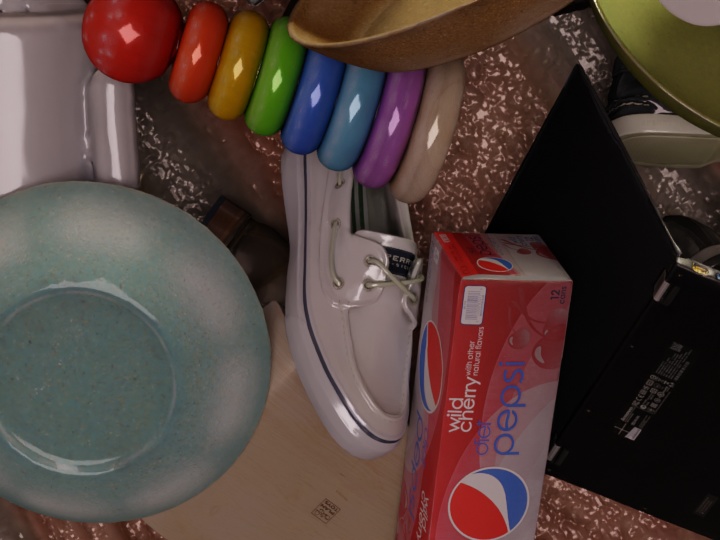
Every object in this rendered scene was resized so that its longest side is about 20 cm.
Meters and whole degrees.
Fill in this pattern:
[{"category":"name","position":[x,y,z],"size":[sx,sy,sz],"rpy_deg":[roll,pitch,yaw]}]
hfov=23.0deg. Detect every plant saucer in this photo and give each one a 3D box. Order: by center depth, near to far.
[{"category":"plant saucer","position":[0.059,-0.150,0.871],"size":[0.199,0.200,0.036],"rpy_deg":[-26,114,8]},{"category":"plant saucer","position":[0.202,-0.137,0.943],"size":[0.199,0.201,0.031],"rpy_deg":[27,142,-3]},{"category":"plant saucer","position":[-0.148,0.054,0.948],"size":[0.200,0.039,0.202],"rpy_deg":[0,110,1]}]

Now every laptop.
[{"category":"laptop","position":[0.163,0.025,0.950],"size":[0.199,0.116,0.188],"rpy_deg":[22,138,-3]}]

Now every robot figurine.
[{"category":"robot figurine","position":[-0.191,-0.081,0.987],"size":[0.169,0.113,0.201],"rpy_deg":[9,105,35]}]

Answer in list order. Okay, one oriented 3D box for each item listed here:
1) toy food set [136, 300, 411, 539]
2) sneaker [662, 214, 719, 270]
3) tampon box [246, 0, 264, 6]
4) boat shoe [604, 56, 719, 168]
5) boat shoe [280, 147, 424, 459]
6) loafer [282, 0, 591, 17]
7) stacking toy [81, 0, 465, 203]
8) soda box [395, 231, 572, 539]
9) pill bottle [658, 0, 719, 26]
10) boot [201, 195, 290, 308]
[{"category":"toy food set","position":[-0.025,0.125,1.036],"size":[0.200,0.060,0.144],"rpy_deg":[39,104,-23]},{"category":"sneaker","position":[0.188,0.052,1.024],"size":[0.066,0.091,0.201],"rpy_deg":[-13,127,-15]},{"category":"tampon box","position":[-0.053,-0.259,0.925],"size":[0.126,0.150,0.201],"rpy_deg":[-32,99,9]},{"category":"boat shoe","position":[0.231,-0.093,0.990],"size":[0.198,0.075,0.067],"rpy_deg":[1,73,-5]},{"category":"boat shoe","position":[0.000,0.000,0.968],"size":[0.067,0.073,0.201],"rpy_deg":[-30,61,35]},{"category":"loafer","position":[0.049,-0.168,0.987],"size":[0.199,0.073,0.072],"rpy_deg":[-11,90,-1]},{"category":"stacking toy","position":[-0.050,-0.101,0.929],"size":[0.199,0.085,0.086],"rpy_deg":[15,102,-8]},{"category":"soda box","position":[0.064,0.083,0.959],"size":[0.063,0.070,0.201],"rpy_deg":[1,112,-13]},{"category":"pill bottle","position":[0.239,-0.187,0.900],"size":[0.199,0.112,0.113],"rpy_deg":[-20,103,-32]},{"category":"boot","position":[-0.092,0.066,1.034],"size":[0.097,0.075,0.201],"rpy_deg":[30,100,-1]}]
